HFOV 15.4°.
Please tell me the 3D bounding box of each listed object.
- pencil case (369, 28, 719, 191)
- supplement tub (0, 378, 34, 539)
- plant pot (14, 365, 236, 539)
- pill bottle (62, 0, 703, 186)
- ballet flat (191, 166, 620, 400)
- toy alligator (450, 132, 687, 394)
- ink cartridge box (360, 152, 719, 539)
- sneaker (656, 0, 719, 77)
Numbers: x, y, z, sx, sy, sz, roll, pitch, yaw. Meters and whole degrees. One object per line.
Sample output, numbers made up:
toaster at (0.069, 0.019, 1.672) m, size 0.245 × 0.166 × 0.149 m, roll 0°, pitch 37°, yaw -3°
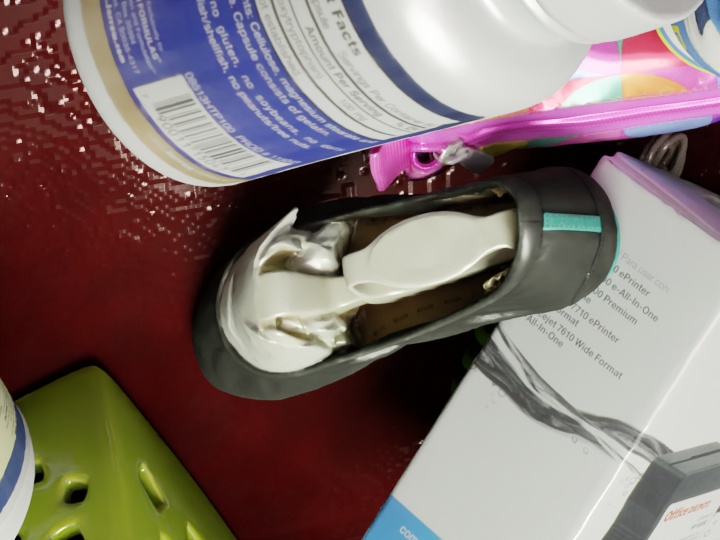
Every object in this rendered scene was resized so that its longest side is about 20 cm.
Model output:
pencil case at (0.095, -0.084, 0.987) m, size 0.200 × 0.088 × 0.088 m, roll -12°, pitch 124°, yaw -1°
supplement tub at (-0.215, 0.028, 0.934) m, size 0.145 × 0.145 × 0.200 m, roll -25°, pitch 125°, yaw -1°
plant pot at (-0.123, 0.194, 1.044) m, size 0.199 × 0.182 × 0.200 m, roll -31°, pitch 125°, yaw 3°
pill bottle at (0.011, -0.102, 0.868) m, size 0.200 × 0.120 × 0.120 m, roll -12°, pitch 134°, yaw 39°
ballet flat at (0.000, 0.000, 0.987) m, size 0.200 × 0.068 × 0.068 m, roll -20°, pitch 166°, yaw 33°
toy alligator at (0.075, 0.019, 1.074) m, size 0.059 × 0.054 × 0.200 m, roll -7°, pitch 127°, yaw -45°
ink cartridge box at (0.104, 0.071, 1.031) m, size 0.145 × 0.084 × 0.200 m, roll 17°, pitch 108°, yaw -52°
sneaker at (0.160, -0.151, 0.889) m, size 0.074 × 0.082 × 0.200 m, roll 17°, pitch 106°, yaw -4°
